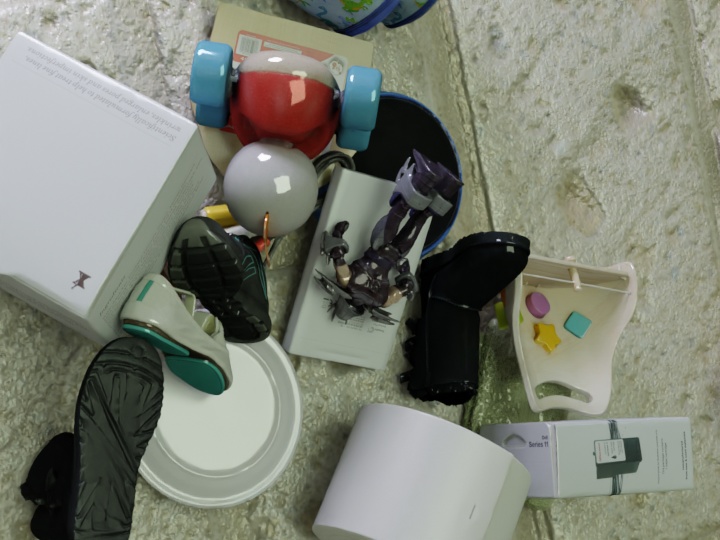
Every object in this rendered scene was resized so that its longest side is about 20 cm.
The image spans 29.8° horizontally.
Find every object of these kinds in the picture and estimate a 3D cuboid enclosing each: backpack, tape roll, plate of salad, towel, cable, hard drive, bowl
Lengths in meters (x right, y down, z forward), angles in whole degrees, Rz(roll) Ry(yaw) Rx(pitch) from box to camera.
[{"bbox_3d":[0.024,-0.348,1.471,0.146,0.182,0.202,37,71,-21],"label":"backpack"},{"bbox_3d":[0.064,0.246,1.416,0.202,0.202,0.141,33,69,-24],"label":"tape roll"},{"bbox_3d":[-0.154,0.141,1.384,0.197,0.048,0.203,6,76,-22],"label":"plate of salad"},{"bbox_3d":[0.185,0.170,1.594,0.147,0.036,0.203,19,75,-28],"label":"towel"},{"bbox_3d":[-0.084,-0.050,1.421,0.198,0.050,0.098,-25,105,-10],"label":"cable"},{"bbox_3d":[0.000,0.000,1.463,0.131,0.027,0.203,13,98,-35],"label":"hard drive"},{"bbox_3d":[0.032,-0.105,1.531,0.198,0.039,0.204,4,83,-31],"label":"bowl"}]

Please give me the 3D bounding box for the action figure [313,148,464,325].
[{"bbox_3d":[0.028,-0.025,1.418,0.129,0.069,0.201,27,103,-42],"label":"action figure"}]

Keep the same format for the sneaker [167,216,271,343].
[{"bbox_3d":[-0.136,-0.004,1.317,0.074,0.201,0.080,-3,60,9],"label":"sneaker"}]

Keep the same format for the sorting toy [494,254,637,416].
[{"bbox_3d":[0.226,0.077,1.561,0.198,0.106,0.183,9,66,-35],"label":"sorting toy"}]

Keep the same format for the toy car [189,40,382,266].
[{"bbox_3d":[-0.085,-0.103,1.344,0.181,0.177,0.203,9,82,-3],"label":"toy car"}]

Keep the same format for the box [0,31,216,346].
[{"bbox_3d":[-0.267,-0.070,1.232,0.197,0.131,0.202,28,77,9],"label":"box"}]

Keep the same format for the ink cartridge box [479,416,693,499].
[{"bbox_3d":[0.253,0.210,1.524,0.197,0.146,0.084,2,82,-29],"label":"ink cartridge box"}]

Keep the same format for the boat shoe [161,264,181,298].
[{"bbox_3d":[-0.241,-0.034,1.345,0.202,0.075,0.072,64,22,3],"label":"boat shoe"}]

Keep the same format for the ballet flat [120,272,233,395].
[{"bbox_3d":[-0.162,0.059,1.277,0.200,0.069,0.070,55,51,-61],"label":"ballet flat"}]

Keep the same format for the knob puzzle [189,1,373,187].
[{"bbox_3d":[-0.089,-0.166,1.455,0.216,0.030,0.223,0,92,-13],"label":"knob puzzle"}]

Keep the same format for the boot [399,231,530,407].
[{"bbox_3d":[0.114,0.056,1.476,0.072,0.198,0.165,15,70,-26],"label":"boot"}]

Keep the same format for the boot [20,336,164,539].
[{"bbox_3d":[-0.253,0.159,1.249,0.075,0.167,0.203,11,83,-29],"label":"boot"}]
